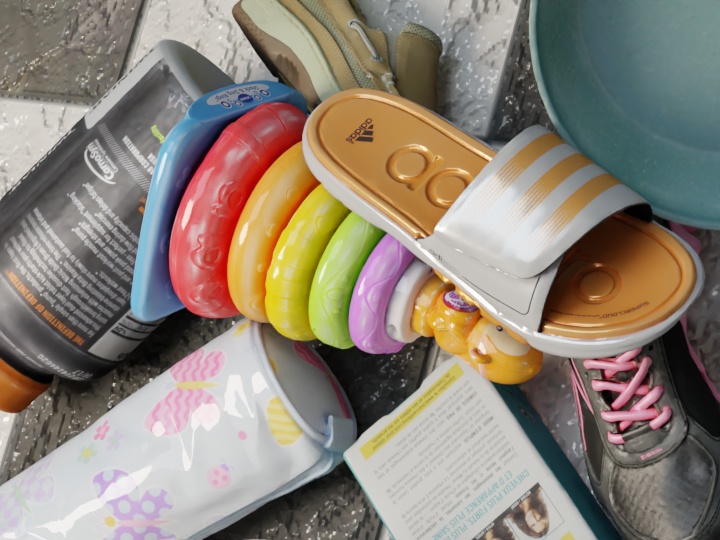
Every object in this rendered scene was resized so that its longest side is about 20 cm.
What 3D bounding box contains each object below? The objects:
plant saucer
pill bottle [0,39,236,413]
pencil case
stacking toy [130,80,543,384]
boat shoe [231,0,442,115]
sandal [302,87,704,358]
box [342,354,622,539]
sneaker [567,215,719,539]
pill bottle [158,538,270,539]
[{"bbox_3d":[0.169,-0.115,1.058,0.200,0.200,0.036,-41,22,13],"label":"plant saucer"},{"bbox_3d":[-0.134,-0.016,1.270,0.200,0.106,0.106,-43,54,11],"label":"pill bottle"},{"bbox_3d":[-0.098,0.104,1.214,0.200,0.083,0.091,-36,50,16],"label":"pencil case"},{"bbox_3d":[0.000,0.000,1.134,0.199,0.116,0.110,28,118,26],"label":"stacking toy"},{"bbox_3d":[0.010,-0.095,1.236,0.076,0.072,0.200,-36,56,-3],"label":"boat shoe"},{"bbox_3d":[0.051,-0.033,1.057,0.206,0.059,0.079,30,65,28],"label":"sandal"},{"bbox_3d":[0.076,0.136,1.109,0.082,0.049,0.200,-42,55,12],"label":"box"},{"bbox_3d":[0.116,0.036,1.095,0.079,0.095,0.201,-22,62,22],"label":"sneaker"},{"bbox_3d":[-0.032,0.183,1.067,0.119,0.200,0.120,-12,66,29],"label":"pill bottle"}]
